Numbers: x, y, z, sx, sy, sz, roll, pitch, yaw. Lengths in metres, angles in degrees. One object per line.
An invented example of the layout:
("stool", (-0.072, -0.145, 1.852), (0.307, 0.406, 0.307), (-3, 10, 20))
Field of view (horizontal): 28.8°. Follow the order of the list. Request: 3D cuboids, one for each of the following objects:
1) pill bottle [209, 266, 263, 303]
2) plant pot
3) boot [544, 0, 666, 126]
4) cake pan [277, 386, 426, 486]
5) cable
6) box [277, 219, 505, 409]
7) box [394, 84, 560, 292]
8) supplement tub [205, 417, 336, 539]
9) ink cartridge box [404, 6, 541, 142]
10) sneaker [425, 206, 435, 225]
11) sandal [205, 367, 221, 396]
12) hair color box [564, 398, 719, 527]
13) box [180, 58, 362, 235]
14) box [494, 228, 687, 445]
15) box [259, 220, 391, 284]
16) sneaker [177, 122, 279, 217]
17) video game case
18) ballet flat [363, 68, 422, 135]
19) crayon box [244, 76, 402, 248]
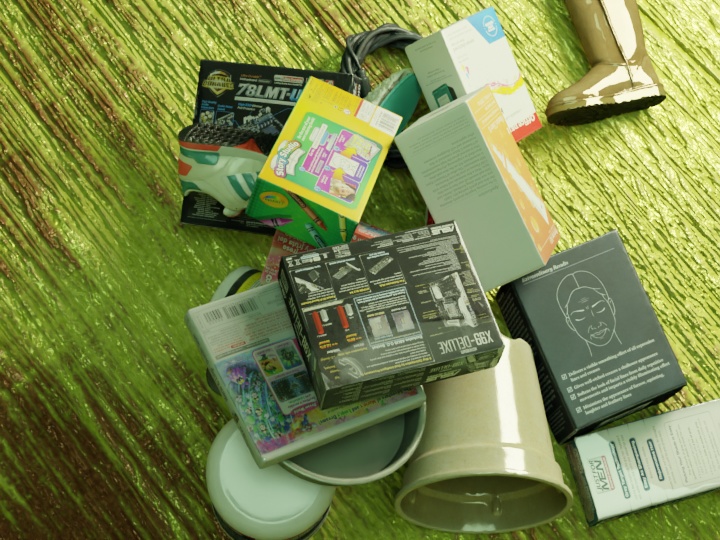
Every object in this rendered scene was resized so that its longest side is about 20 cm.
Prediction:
("pill bottle", (-0.073, 0.082, 1.604), (0.198, 0.113, 0.113), (24, 73, 20))
("plant pot", (0.136, 0.178, 1.587), (0.197, 0.201, 0.186), (2, 61, -3))
("boot", (0.288, -0.293, 1.791), (0.173, 0.066, 0.203), (-11, 75, -20))
("cake pan", (-0.030, 0.138, 1.456), (0.197, 0.037, 0.203), (9, 54, -12))
("cable", (0.051, -0.221, 1.764), (0.200, 0.051, 0.163), (41, 80, 6))
("box", (0.031, 0.042, 1.441), (0.197, 0.050, 0.159), (-13, 62, -16))
("box", (0.136, -0.092, 1.592), (0.097, 0.124, 0.202), (-24, 98, 21))
("supplement tub", (-0.097, 0.233, 1.535), (0.138, 0.200, 0.143), (1, 73, -4))
("ink cartridge box", (0.146, -0.202, 1.695), (0.116, 0.067, 0.202), (-32, 101, -43))
("sneaker", (0.108, -0.046, 1.672), (0.077, 0.116, 0.203), (6, 74, 4))
("sandal", (-0.075, 0.127, 1.519), (0.197, 0.055, 0.083), (18, 107, 9))
("hair color box", (0.350, 0.223, 1.641), (0.197, 0.061, 0.101), (-13, 75, -8))
("box", (-0.107, -0.142, 1.674), (0.197, 0.050, 0.202), (7, 90, 14))
("box", (0.268, 0.080, 1.654), (0.147, 0.107, 0.202), (-20, 77, -9))
("box", (0.000, 0.000, 1.578), (0.198, 0.103, 0.096), (21, 100, 7))
("sneaker", (-0.119, -0.106, 1.628), (0.197, 0.095, 0.071), (12, 29, 5))
("video game case", (-0.057, 0.091, 1.442), (0.198, 0.024, 0.183), (-18, 64, -28))
("ballet flat", (0.004, -0.164, 1.702), (0.071, 0.072, 0.202), (28, 96, 5))
("crayon box", (-0.038, -0.117, 1.539), (0.117, 0.059, 0.201), (24, 44, -1))
